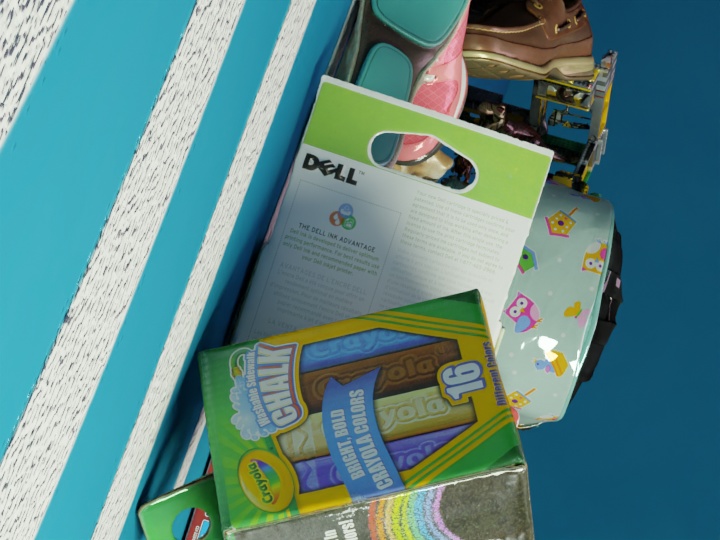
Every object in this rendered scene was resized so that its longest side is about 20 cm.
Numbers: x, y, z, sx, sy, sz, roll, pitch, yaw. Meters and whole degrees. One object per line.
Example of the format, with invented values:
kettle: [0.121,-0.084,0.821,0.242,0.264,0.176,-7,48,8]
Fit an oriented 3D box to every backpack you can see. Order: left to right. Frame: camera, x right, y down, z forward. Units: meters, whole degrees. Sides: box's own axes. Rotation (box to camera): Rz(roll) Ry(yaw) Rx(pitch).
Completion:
backpack: [0.103,0.018,1.517,0.200,0.153,0.176,-175,-78,-82]

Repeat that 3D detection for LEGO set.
LEGO set: [0.109,-0.123,1.687,0.154,0.199,0.116,-49,153,-42]

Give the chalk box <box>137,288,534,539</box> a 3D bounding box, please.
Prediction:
chalk box: [-0.016,0.112,1.152,0.125,0.199,0.124,79,0,-47]

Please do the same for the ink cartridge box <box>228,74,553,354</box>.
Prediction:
ink cartridge box: [0.016,0.007,1.275,0.076,0.147,0.201,37,72,-87]

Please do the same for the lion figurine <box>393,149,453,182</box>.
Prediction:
lion figurine: [0.033,-0.125,1.567,0.123,0.072,0.201,89,4,-53]

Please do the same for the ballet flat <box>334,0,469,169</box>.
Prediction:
ballet flat: [0.012,-0.133,1.348,0.062,0.067,0.200,-28,-148,54]

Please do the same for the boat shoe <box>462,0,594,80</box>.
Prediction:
boat shoe: [0.110,-0.170,1.561,0.200,0.072,0.068,-10,104,-62]

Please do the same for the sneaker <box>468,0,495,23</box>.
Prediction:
sneaker: [0.109,-0.268,1.636,0.071,0.098,0.201,42,65,-83]

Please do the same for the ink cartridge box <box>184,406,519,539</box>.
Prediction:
ink cartridge box: [-0.011,0.153,1.377,0.084,0.175,0.201,-18,125,-84]

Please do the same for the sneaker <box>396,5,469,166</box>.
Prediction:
sneaker: [0.036,-0.171,1.434,0.087,0.073,0.201,30,71,-75]
